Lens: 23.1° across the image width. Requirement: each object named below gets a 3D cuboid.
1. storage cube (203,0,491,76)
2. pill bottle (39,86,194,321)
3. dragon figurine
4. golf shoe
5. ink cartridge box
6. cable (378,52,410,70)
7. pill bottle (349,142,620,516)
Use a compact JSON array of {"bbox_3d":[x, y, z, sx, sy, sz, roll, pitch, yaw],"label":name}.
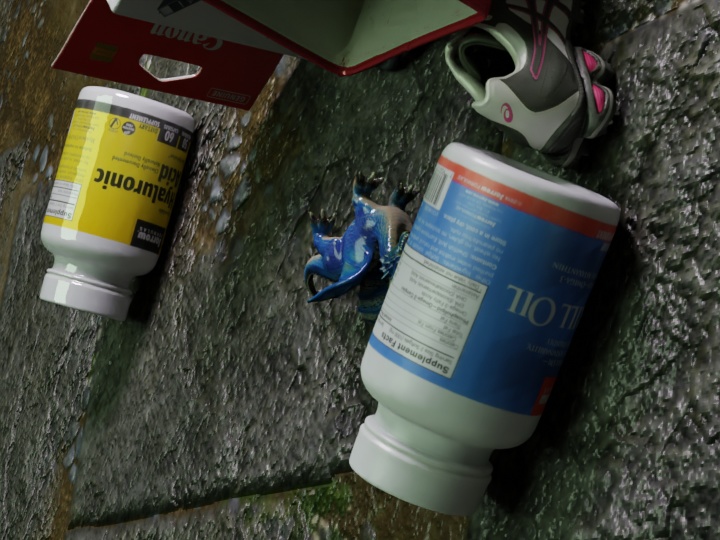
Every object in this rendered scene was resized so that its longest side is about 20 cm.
[{"bbox_3d":[-0.011,-0.252,1.095,0.171,0.200,0.180,-13,56,57],"label":"storage cube"},{"bbox_3d":[-0.229,-0.060,1.619,0.111,0.111,0.200,11,85,62],"label":"pill bottle"},{"bbox_3d":[0.000,0.000,1.224,0.200,0.059,0.100,-38,43,46],"label":"dragon figurine"},{"bbox_3d":[0.096,-0.150,1.106,0.077,0.088,0.200,-58,30,29],"label":"golf shoe"},{"bbox_3d":[-0.118,-0.199,1.396,0.176,0.200,0.045,-56,46,28],"label":"ink cartridge box"},{"bbox_3d":[-0.034,-0.227,1.282,0.051,0.200,0.163,-58,17,-19],"label":"cable"},{"bbox_3d":[0.066,0.036,1.030,0.112,0.112,0.200,36,107,61],"label":"pill bottle"}]
